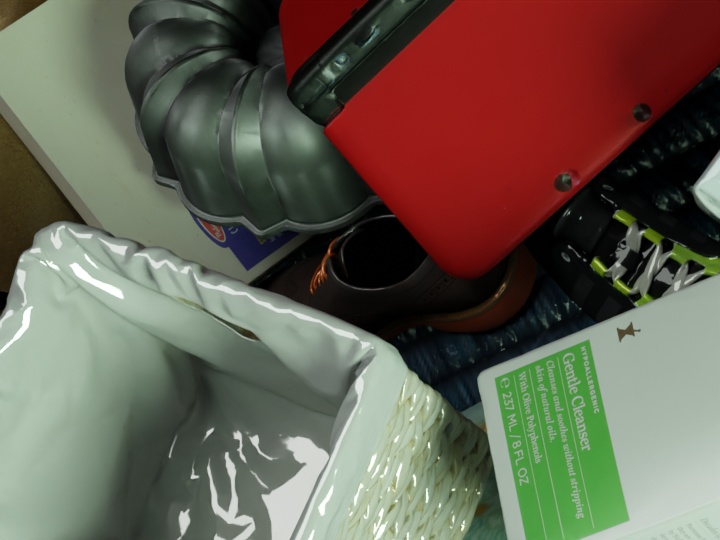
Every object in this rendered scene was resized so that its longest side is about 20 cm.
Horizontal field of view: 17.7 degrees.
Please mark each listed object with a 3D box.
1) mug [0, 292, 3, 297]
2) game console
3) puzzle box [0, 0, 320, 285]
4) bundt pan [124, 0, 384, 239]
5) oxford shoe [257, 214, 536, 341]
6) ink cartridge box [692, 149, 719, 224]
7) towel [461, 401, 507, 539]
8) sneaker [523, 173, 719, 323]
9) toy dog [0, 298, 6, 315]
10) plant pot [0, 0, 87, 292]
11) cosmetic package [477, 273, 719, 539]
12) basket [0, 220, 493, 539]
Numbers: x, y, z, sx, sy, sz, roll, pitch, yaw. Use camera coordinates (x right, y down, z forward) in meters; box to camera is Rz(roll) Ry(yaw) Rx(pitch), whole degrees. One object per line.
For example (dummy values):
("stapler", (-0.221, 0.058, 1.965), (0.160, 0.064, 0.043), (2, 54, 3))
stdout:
("mug", (-0.258, -0.052, 1.570), (0.133, 0.178, 0.200), (32, 97, 17))
("game console", (0.071, -0.128, 1.110), (0.200, 0.119, 0.172), (-42, 25, 17))
("puzzle box", (-0.111, -0.076, 1.306), (0.133, 0.200, 0.025), (-36, -4, -21))
("bundt pan", (-0.039, -0.122, 1.234), (0.202, 0.076, 0.202), (-8, 60, 15))
("oxford shoe", (0.000, 0.000, 1.243), (0.200, 0.073, 0.071), (-15, 55, 44))
("ink cartridge box", (0.215, -0.102, 1.001), (0.200, 0.050, 0.162), (-59, -7, 5))
("towel", (0.061, 0.146, 1.095), (0.200, 0.048, 0.171), (-35, 42, 30))
("sneaker", (0.124, 0.001, 1.088), (0.072, 0.083, 0.200), (-58, 36, 3))
("toy dog", (-0.198, 0.090, 1.361), (0.194, 0.139, 0.200), (-59, 32, 10))
("plant pot", (-0.200, -0.085, 1.378), (0.186, 0.186, 0.200), (9, 88, 52))
("cosmetic package", (0.161, 0.065, 0.962), (0.200, 0.085, 0.108), (-26, 52, 20))
("basket", (-0.072, 0.110, 1.058), (0.198, 0.161, 0.200), (19, 82, 30))
